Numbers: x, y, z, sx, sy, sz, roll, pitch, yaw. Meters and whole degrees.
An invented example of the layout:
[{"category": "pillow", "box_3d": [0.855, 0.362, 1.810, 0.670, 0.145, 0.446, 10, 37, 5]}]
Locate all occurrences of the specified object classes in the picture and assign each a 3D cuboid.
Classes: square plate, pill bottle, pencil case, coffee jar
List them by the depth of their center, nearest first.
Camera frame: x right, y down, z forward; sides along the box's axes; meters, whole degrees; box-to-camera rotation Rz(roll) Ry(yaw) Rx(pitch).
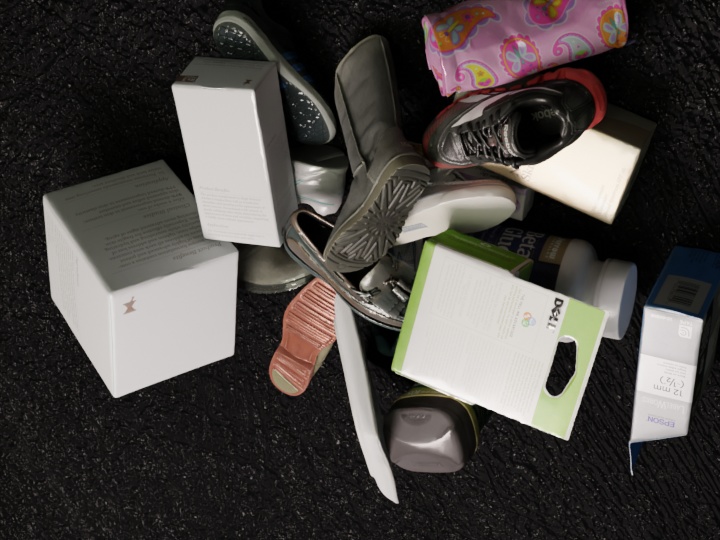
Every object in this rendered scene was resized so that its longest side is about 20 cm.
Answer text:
[{"category": "pencil case", "box_3d": [0.160, -0.231, 1.189, 0.197, 0.088, 0.089, -17, 111, 0]}, {"category": "pill bottle", "box_3d": [0.192, 0.014, 1.338, 0.197, 0.111, 0.113, 11, 121, 22]}, {"category": "coffee jar", "box_3d": [0.103, 0.146, 1.400, 0.103, 0.200, 0.087, -4, 114, 28]}, {"category": "square plate", "box_3d": [0.004, 0.144, 1.424, 0.028, 0.201, 0.201, -14, 148, 0]}]

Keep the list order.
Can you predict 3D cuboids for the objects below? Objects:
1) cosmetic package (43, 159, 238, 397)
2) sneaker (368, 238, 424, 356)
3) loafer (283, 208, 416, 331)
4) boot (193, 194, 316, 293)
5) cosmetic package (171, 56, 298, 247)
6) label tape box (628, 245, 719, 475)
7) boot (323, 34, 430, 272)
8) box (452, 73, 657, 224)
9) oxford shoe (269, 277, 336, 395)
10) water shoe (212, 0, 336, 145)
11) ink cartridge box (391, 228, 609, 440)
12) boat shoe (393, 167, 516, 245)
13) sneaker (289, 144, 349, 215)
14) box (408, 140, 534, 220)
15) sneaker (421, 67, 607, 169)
[{"category": "cosmetic package", "box_3d": [-0.264, 0.006, 1.484, 0.200, 0.165, 0.168, 48, 144, 37]}, {"category": "sneaker", "box_3d": [0.032, 0.006, 1.434, 0.076, 0.086, 0.203, -4, 114, 28]}, {"category": "loafer", "box_3d": [0.000, 0.000, 1.355, 0.198, 0.072, 0.063, 31, 160, 8]}, {"category": "boot", "box_3d": [-0.133, -0.043, 1.513, 0.197, 0.068, 0.133, -4, 108, 28]}, {"category": "cosmetic package", "box_3d": [-0.134, -0.130, 1.369, 0.100, 0.074, 0.203, 7, 127, 16]}, {"category": "label tape box", "box_3d": [0.330, 0.097, 1.289, 0.065, 0.143, 0.203, 10, 120, 23]}, {"category": "boot", "box_3d": [-0.002, -0.125, 1.321, 0.182, 0.072, 0.202, -50, 45, 30]}, {"category": "box", "box_3d": [0.192, -0.139, 1.276, 0.198, 0.078, 0.096, 24, 124, 14]}, {"category": "oxford shoe", "box_3d": [-0.055, 0.063, 1.517, 0.070, 0.074, 0.201, 35, 130, 4]}, {"category": "water shoe", "box_3d": [-0.082, -0.227, 1.383, 0.071, 0.080, 0.200, -9, 137, 34]}, {"category": "ink cartridge box", "box_3d": [0.147, 0.064, 1.266, 0.197, 0.076, 0.150, 21, 109, 18]}, {"category": "boat shoe", "box_3d": [0.080, -0.076, 1.328, 0.198, 0.070, 0.072, -15, 148, 43]}, {"category": "sneaker", "box_3d": [-0.109, -0.114, 1.456, 0.197, 0.071, 0.081, 17, 125, 19]}, {"category": "box", "box_3d": [0.095, -0.106, 1.370, 0.197, 0.039, 0.042, 18, 125, 19]}, {"category": "sneaker", "box_3d": [0.137, -0.137, 1.198, 0.198, 0.098, 0.072, -13, 110, 33]}]
